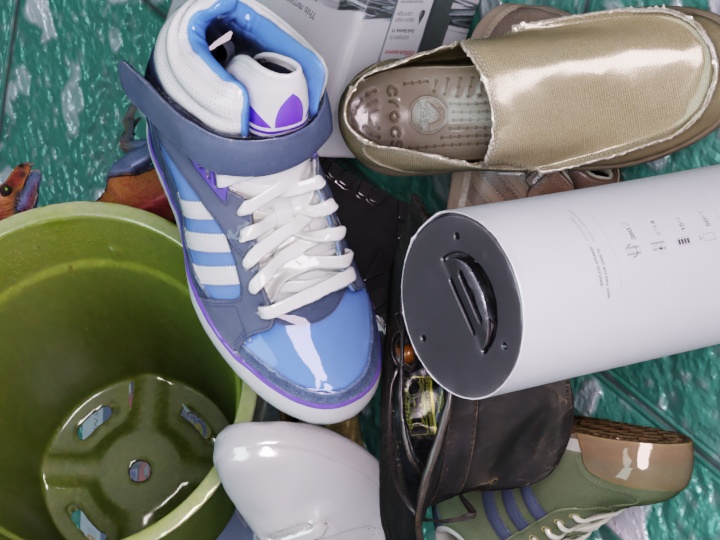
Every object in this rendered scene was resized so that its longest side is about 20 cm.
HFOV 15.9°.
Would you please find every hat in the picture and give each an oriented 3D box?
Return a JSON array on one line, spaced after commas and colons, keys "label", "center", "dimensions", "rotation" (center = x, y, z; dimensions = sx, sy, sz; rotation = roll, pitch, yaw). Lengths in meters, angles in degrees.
[{"label": "hat", "center": [0.056, 0.060, 1.206], "dimensions": [0.201, 0.081, 0.201], "rotation": [-177, 90, -84]}]

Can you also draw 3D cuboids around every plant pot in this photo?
[{"label": "plant pot", "center": [-0.140, 0.087, 1.428], "dimensions": [0.200, 0.200, 0.190], "rotation": [63, 178, 20]}]

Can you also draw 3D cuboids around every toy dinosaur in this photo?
[{"label": "toy dinosaur", "center": [-0.111, -0.056, 1.424], "dimensions": [0.105, 0.181, 0.200], "rotation": [67, 163, 7]}]

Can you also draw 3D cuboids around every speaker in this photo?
[{"label": "speaker", "center": [0.116, 0.001, 1.120], "dimensions": [0.081, 0.200, 0.081], "rotation": [16, 111, 49]}]

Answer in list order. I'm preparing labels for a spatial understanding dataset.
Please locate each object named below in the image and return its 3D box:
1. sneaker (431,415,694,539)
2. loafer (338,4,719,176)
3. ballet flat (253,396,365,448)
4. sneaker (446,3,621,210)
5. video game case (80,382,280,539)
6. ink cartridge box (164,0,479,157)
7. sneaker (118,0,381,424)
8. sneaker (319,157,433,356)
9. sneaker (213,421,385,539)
[{"label": "sneaker", "center": [0.096, 0.118, 1.284], "dimensions": [0.200, 0.067, 0.090], "rotation": [5, 92, 60]}, {"label": "loafer", "center": [0.079, -0.077, 1.195], "dimensions": [0.200, 0.067, 0.076], "rotation": [-12, 92, 20]}, {"label": "ballet flat", "center": [-0.027, 0.103, 1.454], "dimensions": [0.071, 0.071, 0.200], "rotation": [-3, 97, 53]}, {"label": "sneaker", "center": [0.087, -0.028, 1.264], "dimensions": [0.076, 0.070, 0.200], "rotation": [15, 113, 45]}, {"label": "video game case", "center": [-0.116, 0.133, 1.618], "dimensions": [0.200, 0.023, 0.182], "rotation": [25, 119, 47]}, {"label": "ink cartridge box", "center": [-0.007, -0.173, 1.308], "dimensions": [0.147, 0.083, 0.200], "rotation": [38, 115, 41]}, {"label": "sneaker", "center": [-0.043, -0.036, 1.213], "dimensions": [0.200, 0.081, 0.146], "rotation": [64, 161, 16]}, {"label": "sneaker", "center": [0.000, 0.000, 1.349], "dimensions": [0.200, 0.076, 0.088], "rotation": [38, 160, -5]}, {"label": "sneaker", "center": [-0.011, 0.156, 1.311], "dimensions": [0.075, 0.200, 0.089], "rotation": [-13, 44, 29]}]
